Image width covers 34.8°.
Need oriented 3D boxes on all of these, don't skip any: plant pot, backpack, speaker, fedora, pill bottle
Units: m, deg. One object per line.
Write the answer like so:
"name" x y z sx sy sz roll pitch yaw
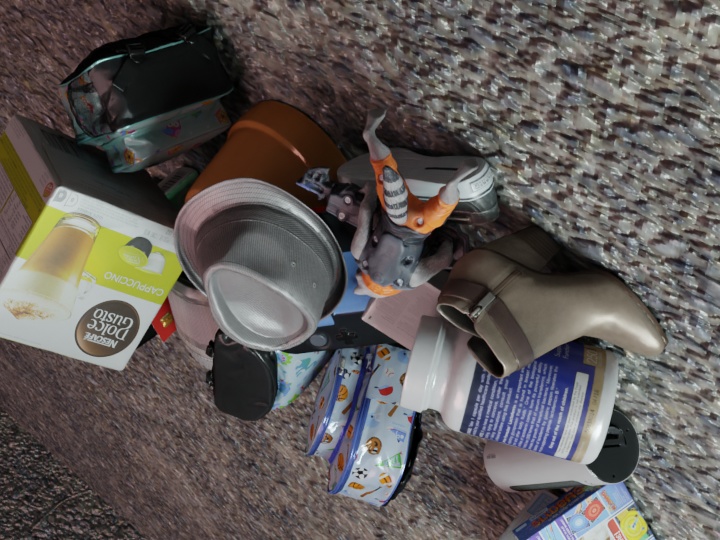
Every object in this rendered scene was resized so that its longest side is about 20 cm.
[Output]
"plant pot" -0.111 -0.077 1.347 0.200 0.140 0.201 35 149 25
"backpack" 0.013 0.190 1.433 0.153 0.192 0.200 8 150 -4
"backpack" -0.091 0.076 1.444 0.153 0.201 0.164 17 136 8
"speaker" 0.221 0.203 1.287 0.081 0.081 0.200 51 152 -6
"fedora" -0.107 0.011 1.191 0.176 0.091 0.200 -21 126 23
"backpack" -0.258 -0.202 1.360 0.199 0.175 0.154 11 124 54
"pill bottle" 0.145 0.113 1.138 0.198 0.116 0.116 14 146 4

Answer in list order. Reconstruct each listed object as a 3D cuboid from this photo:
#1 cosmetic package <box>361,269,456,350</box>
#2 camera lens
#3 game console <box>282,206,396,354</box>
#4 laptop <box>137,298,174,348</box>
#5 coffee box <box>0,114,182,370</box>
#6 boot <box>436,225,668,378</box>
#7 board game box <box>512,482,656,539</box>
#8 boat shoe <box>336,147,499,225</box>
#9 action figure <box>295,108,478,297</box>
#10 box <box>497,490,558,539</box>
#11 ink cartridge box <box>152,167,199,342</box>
"cosmetic package" 0.107 0.065 1.217 0.199 0.051 0.083 33 116 -5
"camera lens" -0.181 0.025 1.557 0.160 0.160 0.201 33 149 26
"game console" -0.045 0.013 1.263 0.175 0.031 0.201 -4 132 19
"laptop" -0.320 -0.010 1.660 0.103 0.200 0.178 11 126 41
"coffee box" -0.350 -0.031 1.376 0.199 0.198 0.200 23 -164 -41
"boot" 0.173 0.049 1.084 0.200 0.146 0.070 39 149 16
"board game box" 0.279 0.341 1.317 0.201 0.135 0.034 59 175 -17
"boat shoe" 0.055 -0.077 1.175 0.199 0.072 0.071 13 132 46
"action figure" 0.015 -0.054 1.104 0.199 0.105 0.194 22 133 14
"box" 0.246 0.387 1.446 0.101 0.112 0.201 27 149 37
"ink cartridge box" -0.256 -0.018 1.612 0.050 0.161 0.201 12 139 44
